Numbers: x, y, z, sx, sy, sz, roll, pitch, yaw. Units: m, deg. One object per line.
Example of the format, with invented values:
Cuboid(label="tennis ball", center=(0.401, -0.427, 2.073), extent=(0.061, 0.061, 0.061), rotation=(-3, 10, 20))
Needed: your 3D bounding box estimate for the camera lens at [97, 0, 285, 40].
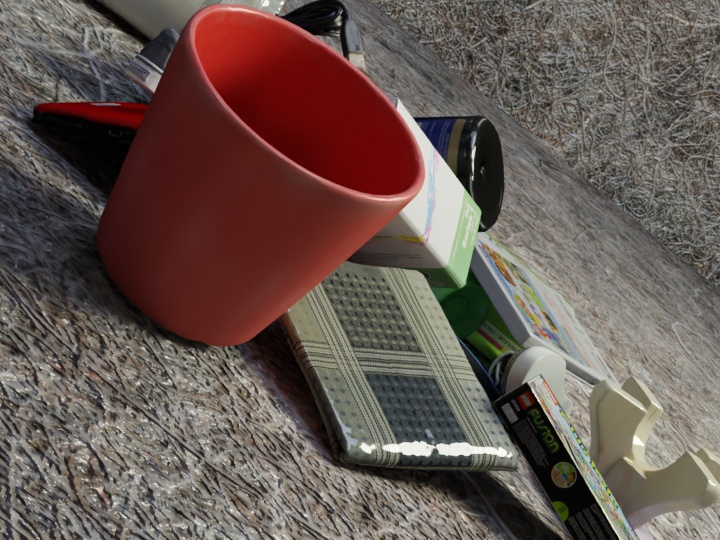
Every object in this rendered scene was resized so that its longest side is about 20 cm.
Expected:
Cuboid(label="camera lens", center=(-0.195, -0.325, 1.677), extent=(0.199, 0.160, 0.160), rotation=(35, 15, -21))

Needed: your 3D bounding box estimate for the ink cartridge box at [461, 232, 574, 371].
Cuboid(label="ink cartridge box", center=(0.154, 0.047, 1.645), extent=(0.148, 0.076, 0.200), rotation=(40, 14, -4))

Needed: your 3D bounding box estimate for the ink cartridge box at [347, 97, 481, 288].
Cuboid(label="ink cartridge box", center=(0.000, -0.066, 1.338), extent=(0.144, 0.085, 0.200), rotation=(4, -24, 28))

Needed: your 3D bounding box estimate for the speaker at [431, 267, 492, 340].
Cuboid(label="speaker", center=(0.057, -0.017, 1.563), extent=(0.088, 0.089, 0.200), rotation=(27, 20, -42))

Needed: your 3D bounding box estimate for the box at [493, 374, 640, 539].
Cuboid(label="box", center=(0.179, 0.182, 1.257), extent=(0.201, 0.035, 0.110), rotation=(60, 11, 6))

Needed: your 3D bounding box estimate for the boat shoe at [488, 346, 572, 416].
Cuboid(label="boat shoe", center=(0.148, 0.109, 1.419), extent=(0.064, 0.071, 0.200), rotation=(36, -10, 22))

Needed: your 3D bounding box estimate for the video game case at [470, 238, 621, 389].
Cuboid(label="video game case", center=(0.179, 0.047, 1.527), extent=(0.200, 0.018, 0.144), rotation=(31, 24, -49))

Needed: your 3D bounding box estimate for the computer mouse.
Cuboid(label="computer mouse", center=(-0.058, -0.136, 1.261), extent=(0.046, 0.139, 0.201), rotation=(62, 19, -51))

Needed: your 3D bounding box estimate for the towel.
Cuboid(label="towel", center=(0.016, 0.073, 1.199), extent=(0.191, 0.035, 0.201), rotation=(8, 45, -42))

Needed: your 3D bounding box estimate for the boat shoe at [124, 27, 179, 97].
Cuboid(label="boat shoe", center=(-0.146, -0.163, 1.444), extent=(0.072, 0.068, 0.200), rotation=(36, -4, 32))

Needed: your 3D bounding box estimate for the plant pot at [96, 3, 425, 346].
Cuboid(label="plant pot", center=(-0.083, -0.057, 1.080), extent=(0.199, 0.178, 0.201), rotation=(30, 29, -19))

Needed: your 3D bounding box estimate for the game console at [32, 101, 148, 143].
Cuboid(label="game console", center=(-0.165, -0.070, 1.285), extent=(0.171, 0.120, 0.200), rotation=(11, 8, 13))

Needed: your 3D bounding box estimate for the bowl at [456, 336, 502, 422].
Cuboid(label="bowl", center=(0.045, 0.077, 1.330), extent=(0.200, 0.039, 0.201), rotation=(39, 17, -14))

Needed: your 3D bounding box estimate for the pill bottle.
Cuboid(label="pill bottle", center=(0.032, -0.092, 1.498), extent=(0.198, 0.113, 0.112), rotation=(0, -1, 22))

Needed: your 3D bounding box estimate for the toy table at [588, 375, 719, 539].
Cuboid(label="toy table", center=(0.248, 0.188, 1.389), extent=(0.183, 0.117, 0.200), rotation=(30, 17, -37))
